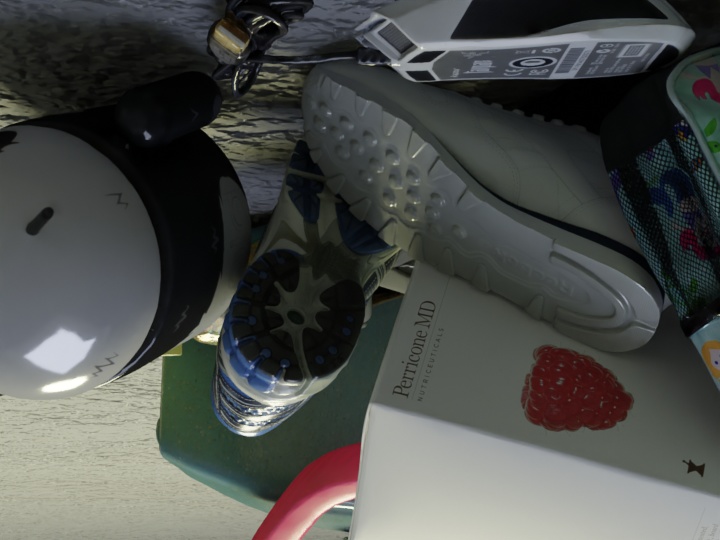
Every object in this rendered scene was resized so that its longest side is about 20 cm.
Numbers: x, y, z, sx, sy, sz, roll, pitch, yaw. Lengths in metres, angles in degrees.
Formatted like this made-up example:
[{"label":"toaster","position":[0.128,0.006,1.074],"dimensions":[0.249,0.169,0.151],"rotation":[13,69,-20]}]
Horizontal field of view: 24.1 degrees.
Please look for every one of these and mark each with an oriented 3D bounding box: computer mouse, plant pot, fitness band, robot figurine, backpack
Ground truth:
[{"label":"computer mouse","position":[0.036,-0.104,0.688],"dimensions":[0.199,0.044,0.110],"rotation":[-2,173,-4]},{"label":"plant pot","position":[-0.023,0.069,1.079],"dimensions":[0.199,0.198,0.196],"rotation":[0,167,3]},{"label":"fitness band","position":[0.011,0.172,0.982],"dimensions":[0.143,0.038,0.200],"rotation":[27,132,-8]},{"label":"robot figurine","position":[-0.126,-0.014,0.779],"dimensions":[0.124,0.151,0.200],"rotation":[1,-169,17]},{"label":"backpack","position":[0.219,-0.016,0.710],"dimensions":[0.177,0.201,0.150],"rotation":[-22,178,-25]}]

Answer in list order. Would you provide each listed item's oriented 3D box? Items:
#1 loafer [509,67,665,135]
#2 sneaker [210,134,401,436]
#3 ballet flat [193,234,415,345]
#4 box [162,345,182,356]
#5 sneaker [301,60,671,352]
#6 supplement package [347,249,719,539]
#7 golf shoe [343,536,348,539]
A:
[{"label":"loafer","position":[0.114,-0.058,0.864],"dimensions":[0.199,0.074,0.071],"rotation":[-7,175,37]},{"label":"sneaker","position":[-0.025,0.001,0.827],"dimensions":[0.077,0.200,0.085],"rotation":[32,135,1]},{"label":"ballet flat","position":[0.000,0.000,0.918],"dimensions":[0.199,0.071,0.071],"rotation":[-23,179,-35]},{"label":"box","position":[-0.156,0.015,0.969],"dimensions":[0.075,0.050,0.200],"rotation":[-2,-175,-18]},{"label":"sneaker","position":[0.064,-0.043,0.783],"dimensions":[0.199,0.081,0.077],"rotation":[33,147,8]},{"label":"supplement package","position":[0.107,0.080,0.807],"dimensions":[0.199,0.122,0.120],"rotation":[14,138,6]},{"label":"golf shoe","position":[0.026,0.211,1.108],"dimensions":[0.088,0.078,0.200],"rotation":[25,157,-12]}]
